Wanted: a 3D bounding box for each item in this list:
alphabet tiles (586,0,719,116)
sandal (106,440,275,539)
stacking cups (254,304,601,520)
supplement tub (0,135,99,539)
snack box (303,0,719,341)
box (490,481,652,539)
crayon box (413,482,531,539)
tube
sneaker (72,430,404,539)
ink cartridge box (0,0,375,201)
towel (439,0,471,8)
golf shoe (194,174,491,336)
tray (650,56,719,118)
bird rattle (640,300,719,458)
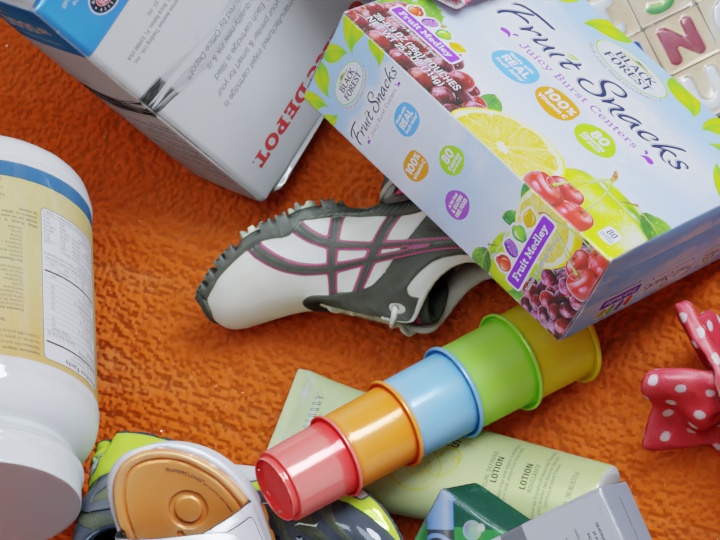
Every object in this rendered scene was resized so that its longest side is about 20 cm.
[{"bbox_3d":[0.136,-0.107,1.703,0.199,0.008,0.168,-26,66,4],"label":"alphabet tiles"},{"bbox_3d":[-0.072,0.188,1.581,0.079,0.059,0.208,-19,101,11],"label":"sandal"},{"bbox_3d":[0.033,0.073,1.618,0.199,0.061,0.061,-26,64,-22],"label":"stacking cups"},{"bbox_3d":[-0.218,0.041,1.673,0.144,0.145,0.201,-10,61,10],"label":"supplement tub"},{"bbox_3d":[0.097,-0.072,1.607,0.200,0.168,0.068,45,130,19],"label":"snack box"},{"bbox_3d":[0.077,0.219,1.532,0.199,0.041,0.157,-28,78,25],"label":"box"},{"bbox_3d":[0.100,0.217,1.571,0.200,0.052,0.126,33,104,21],"label":"crayon box"},{"bbox_3d":[0.041,0.110,1.650,0.199,0.058,0.052,13,115,22],"label":"tube"},{"bbox_3d":[-0.067,0.150,1.640,0.199,0.074,0.081,7,51,23],"label":"sneaker"},{"bbox_3d":[-0.098,-0.155,1.692,0.084,0.200,0.146,20,74,50],"label":"ink cartridge box"},{"bbox_3d":[0.050,-0.207,1.679,0.146,0.200,0.030,29,123,23],"label":"towel"},{"bbox_3d":[0.000,0.000,1.672,0.199,0.077,0.089,-24,73,20],"label":"golf shoe"},{"bbox_3d":[0.135,-0.072,1.706,0.199,0.022,0.108,11,74,17],"label":"tray"},{"bbox_3d":[0.236,0.083,1.559,0.112,0.163,0.200,-31,75,-19],"label":"bird rattle"}]
